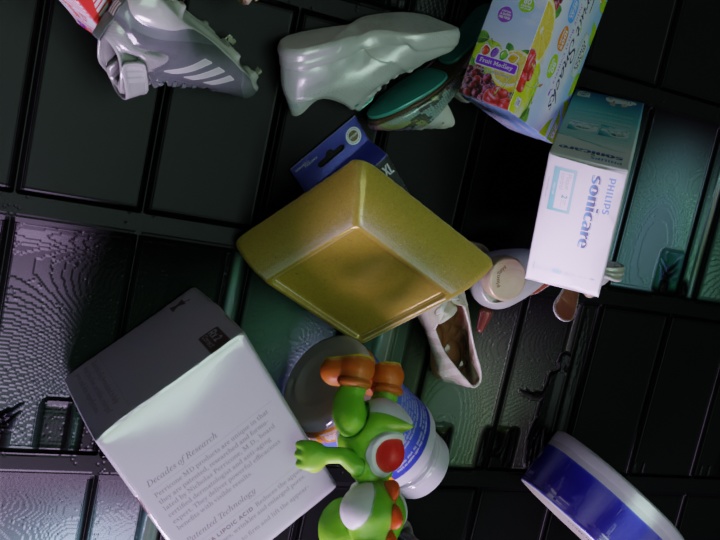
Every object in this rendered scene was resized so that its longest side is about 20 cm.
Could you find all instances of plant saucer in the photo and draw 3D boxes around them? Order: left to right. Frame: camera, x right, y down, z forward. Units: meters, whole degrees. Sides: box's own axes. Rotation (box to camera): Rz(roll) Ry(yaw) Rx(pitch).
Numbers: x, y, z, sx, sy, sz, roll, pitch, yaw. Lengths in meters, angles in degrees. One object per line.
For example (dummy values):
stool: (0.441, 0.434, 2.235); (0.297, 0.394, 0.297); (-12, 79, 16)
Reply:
plant saucer: (0.000, 0.000, 1.028); (0.199, 0.198, 0.049); (34, 46, -30)

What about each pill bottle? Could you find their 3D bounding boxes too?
pill bottle: (0.014, 0.170, 1.115); (0.112, 0.112, 0.200); (-49, 127, -7)

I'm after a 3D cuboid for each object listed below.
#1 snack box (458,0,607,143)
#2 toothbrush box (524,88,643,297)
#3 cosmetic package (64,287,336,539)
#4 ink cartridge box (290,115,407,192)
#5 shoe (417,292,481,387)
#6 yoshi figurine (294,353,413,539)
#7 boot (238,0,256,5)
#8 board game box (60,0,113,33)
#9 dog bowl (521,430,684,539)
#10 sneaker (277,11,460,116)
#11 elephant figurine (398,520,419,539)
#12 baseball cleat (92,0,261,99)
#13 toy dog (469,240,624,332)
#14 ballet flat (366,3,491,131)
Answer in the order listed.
snack box: (0.193, -0.255, 1.082); (0.168, 0.067, 0.203); (13, 100, -63)
toothbrush box: (0.245, -0.089, 1.104); (0.084, 0.201, 0.149); (13, 122, 12)
cosmetic package: (-0.158, 0.158, 0.998); (0.164, 0.164, 0.202); (-36, 116, -14)
ink cartridge box: (0.013, -0.057, 1.105); (0.094, 0.037, 0.202); (-39, 116, -13)
shoe: (0.100, 0.053, 1.142); (0.069, 0.053, 0.202); (-33, 130, -20)
yoshi figurine: (-0.006, 0.190, 0.964); (0.110, 0.112, 0.204); (-1, 70, -1)
boot: (-0.065, -0.316, 0.964); (0.157, 0.073, 0.199); (-55, 142, 5)
board game box: (-0.187, -0.302, 0.866); (0.046, 0.152, 0.202); (33, 88, 0)
dog bowl: (0.295, 0.294, 1.250); (0.079, 0.200, 0.200); (-47, 119, -4)
sneaker: (0.010, -0.209, 1.049); (0.196, 0.075, 0.090); (-14, 122, -17)
elephant figurine: (0.044, 0.354, 1.185); (0.202, 0.154, 0.141); (57, 38, -1)
baseball cleat: (-0.172, -0.191, 0.929); (0.107, 0.070, 0.200); (-47, 149, 5)
toy dog: (0.199, 0.024, 1.175); (0.195, 0.132, 0.098); (5, 103, -2)
ballet flat: (0.094, -0.200, 1.092); (0.200, 0.069, 0.072); (-45, 127, -13)
